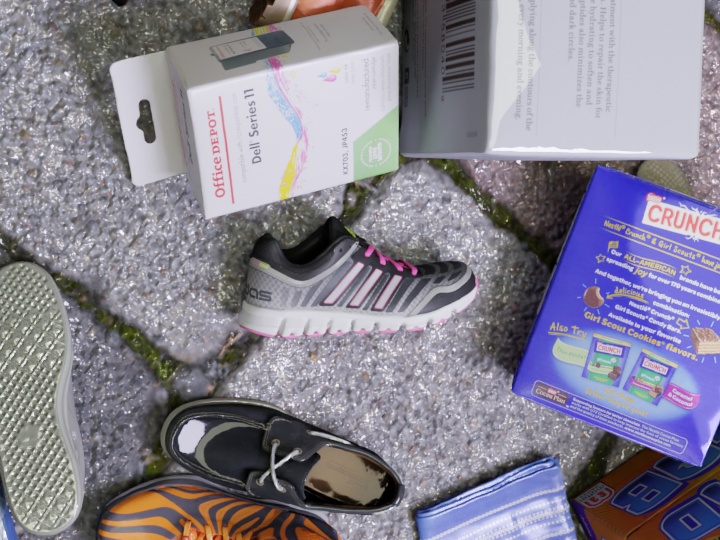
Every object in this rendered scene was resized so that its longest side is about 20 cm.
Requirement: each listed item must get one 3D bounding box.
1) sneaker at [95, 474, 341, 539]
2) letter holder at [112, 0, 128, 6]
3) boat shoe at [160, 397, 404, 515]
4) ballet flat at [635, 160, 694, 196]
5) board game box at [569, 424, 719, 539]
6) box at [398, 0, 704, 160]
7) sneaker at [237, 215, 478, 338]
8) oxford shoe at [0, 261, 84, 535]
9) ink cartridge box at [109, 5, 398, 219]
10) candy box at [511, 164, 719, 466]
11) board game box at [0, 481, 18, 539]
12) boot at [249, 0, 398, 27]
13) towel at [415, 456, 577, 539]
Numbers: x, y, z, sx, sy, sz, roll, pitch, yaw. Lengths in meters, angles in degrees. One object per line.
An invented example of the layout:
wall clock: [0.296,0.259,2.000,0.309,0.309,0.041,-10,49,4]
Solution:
sneaker: [-0.100,0.211,0.818,0.198,0.112,0.078,6,94,-18]
letter holder: [-0.139,-0.272,0.703,0.101,0.200,0.142,44,83,-17]
boat shoe: [-0.060,0.150,0.848,0.199,0.068,0.072,19,86,-15]
ballet flat: [0.284,-0.002,0.941,0.067,0.062,0.202,-10,99,-16]
board game box: [0.343,0.256,0.918,0.199,0.200,0.201,-30,104,-12]
box: [0.136,-0.184,0.801,0.170,0.200,0.201,-1,96,-15]
sneaker: [0.000,0.000,0.845,0.198,0.074,0.088,-5,104,-12]
oxford shoe: [-0.245,0.095,0.792,0.075,0.058,0.202,-10,85,-9]
ink cartridge box: [-0.074,-0.113,0.787,0.199,0.067,0.118,-16,133,-15]
candy box: [0.237,0.033,0.881,0.168,0.077,0.201,21,99,7]
board game box: [-0.369,0.140,0.757,0.198,0.043,0.201,-14,102,-12]
boot: [-0.001,-0.264,0.820,0.107,0.075,0.201,20,98,-22]
towel: [0.137,0.278,0.948,0.144,0.024,0.202,-19,102,-14]
